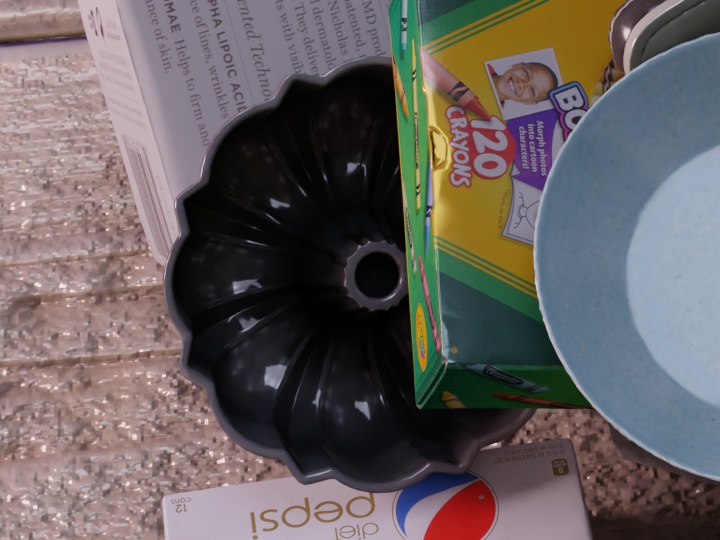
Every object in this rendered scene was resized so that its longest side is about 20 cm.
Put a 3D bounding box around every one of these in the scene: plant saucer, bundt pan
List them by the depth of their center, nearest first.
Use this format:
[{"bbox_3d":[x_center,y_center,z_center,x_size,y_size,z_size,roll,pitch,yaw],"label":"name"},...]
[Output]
[{"bbox_3d":[0.172,-0.002,1.131,0.200,0.039,0.202,-2,70,6],"label":"plant saucer"},{"bbox_3d":[0.000,0.000,1.283,0.201,0.203,0.076,-19,8,-11],"label":"bundt pan"}]

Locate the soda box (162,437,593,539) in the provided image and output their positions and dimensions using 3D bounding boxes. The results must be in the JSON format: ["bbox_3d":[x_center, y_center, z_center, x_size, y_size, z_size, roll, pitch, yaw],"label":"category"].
[{"bbox_3d":[0.009,0.137,1.296,0.199,0.064,0.068,-8,50,-1],"label":"soda box"}]

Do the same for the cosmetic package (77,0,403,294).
[{"bbox_3d":[-0.023,-0.099,1.391,0.199,0.166,0.165,-18,10,-11],"label":"cosmetic package"}]

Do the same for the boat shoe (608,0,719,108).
[{"bbox_3d":[0.186,-0.126,1.210,0.200,0.072,0.061,-19,43,-27],"label":"boat shoe"}]

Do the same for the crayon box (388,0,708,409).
[{"bbox_3d":[0.080,-0.040,1.198,0.118,0.058,0.201,1,67,-12],"label":"crayon box"}]

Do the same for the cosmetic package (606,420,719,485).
[{"bbox_3d":[0.218,-0.004,1.297,0.166,0.166,0.201,14,72,17],"label":"cosmetic package"}]
